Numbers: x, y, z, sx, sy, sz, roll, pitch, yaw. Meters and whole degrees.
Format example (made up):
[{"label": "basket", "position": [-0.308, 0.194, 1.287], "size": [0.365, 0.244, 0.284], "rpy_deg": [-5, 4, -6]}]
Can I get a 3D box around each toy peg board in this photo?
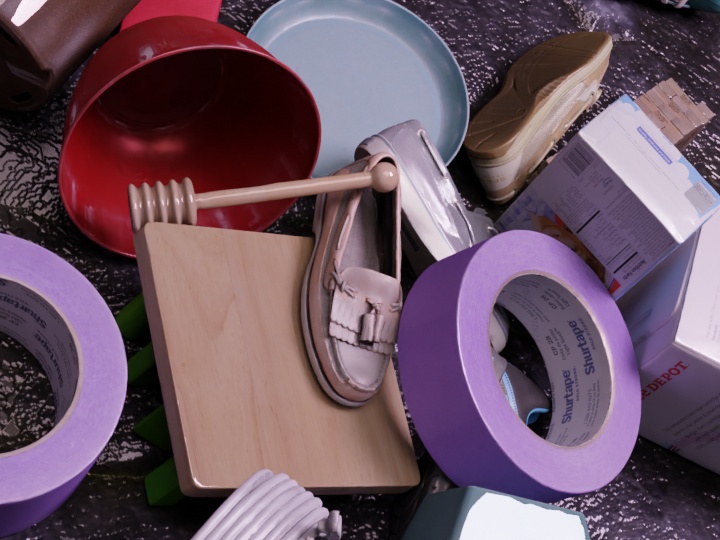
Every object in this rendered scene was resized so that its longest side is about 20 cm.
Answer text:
[{"label": "toy peg board", "position": [-0.081, 0.081, 1.259], "size": [0.199, 0.098, 0.201], "rpy_deg": [5, 62, -38]}]

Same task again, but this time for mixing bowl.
[{"label": "mixing bowl", "position": [-0.140, -0.116, 1.279], "size": [0.199, 0.201, 0.109], "rpy_deg": [-3, 43, -24]}]

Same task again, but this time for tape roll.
[{"label": "tape roll", "position": [-0.267, 0.079, 1.172], "size": [0.199, 0.085, 0.201], "rpy_deg": [9, 62, -18]}, {"label": "tape roll", "position": [0.121, 0.074, 1.272], "size": [0.200, 0.066, 0.201], "rpy_deg": [20, 59, -38]}]

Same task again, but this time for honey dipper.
[{"label": "honey dipper", "position": [-0.069, -0.056, 1.247], "size": [0.199, 0.038, 0.038], "rpy_deg": [-7, 67, -8]}]

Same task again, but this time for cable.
[{"label": "cable", "position": [-0.097, 0.220, 1.105], "size": [0.069, 0.200, 0.200], "rpy_deg": [41, 79, 7]}]

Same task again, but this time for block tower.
[{"label": "block tower", "position": [0.223, -0.102, 1.479], "size": [0.200, 0.054, 0.058], "rpy_deg": [-31, 77, -38]}]

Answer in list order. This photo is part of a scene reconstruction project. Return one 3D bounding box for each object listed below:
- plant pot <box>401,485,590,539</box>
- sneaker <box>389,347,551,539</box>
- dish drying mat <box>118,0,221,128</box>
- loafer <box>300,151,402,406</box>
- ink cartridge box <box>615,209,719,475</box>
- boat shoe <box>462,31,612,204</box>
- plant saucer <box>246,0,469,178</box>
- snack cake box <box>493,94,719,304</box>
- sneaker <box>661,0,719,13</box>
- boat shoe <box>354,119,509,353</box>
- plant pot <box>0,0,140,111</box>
[{"label": "plant pot", "position": [0.081, 0.256, 1.167], "size": [0.141, 0.141, 0.201], "rpy_deg": [15, 74, -15]}, {"label": "sneaker", "position": [0.086, 0.150, 1.292], "size": [0.082, 0.073, 0.200], "rpy_deg": [33, 59, -10]}, {"label": "dish drying mat", "position": [-0.156, -0.211, 1.406], "size": [0.077, 0.018, 0.201], "rpy_deg": [17, 59, -13]}, {"label": "loafer", "position": [0.000, 0.000, 1.262], "size": [0.072, 0.063, 0.201], "rpy_deg": [21, 52, -30]}, {"label": "ink cartridge box", "position": [0.315, 0.070, 1.385], "size": [0.200, 0.147, 0.146], "rpy_deg": [26, 58, -9]}, {"label": "boat shoe", "position": [0.159, -0.139, 1.482], "size": [0.201, 0.073, 0.063], "rpy_deg": [-50, 134, -37]}, {"label": "plant saucer", "position": [-0.007, -0.146, 1.424], "size": [0.199, 0.027, 0.201], "rpy_deg": [7, 62, -14]}, {"label": "snack cake box", "position": [0.182, -0.033, 1.349], "size": [0.115, 0.200, 0.067], "rpy_deg": [48, 55, 5]}, {"label": "sneaker", "position": [0.256, -0.282, 1.590], "size": [0.200, 0.071, 0.080], "rpy_deg": [26, 62, -3]}, {"label": "boat shoe", "position": [0.073, -0.029, 1.356], "size": [0.071, 0.070, 0.201], "rpy_deg": [-33, 95, -18]}, {"label": "plant pot", "position": [-0.247, -0.241, 1.290], "size": [0.200, 0.200, 0.199], "rpy_deg": [34, 65, -4]}]
